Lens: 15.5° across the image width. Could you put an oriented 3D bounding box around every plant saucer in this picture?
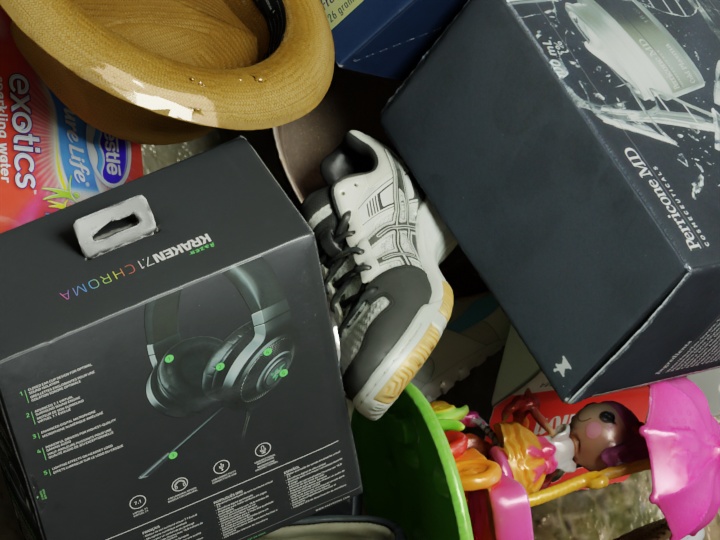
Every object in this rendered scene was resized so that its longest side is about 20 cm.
[{"bbox_3d":[0.023,-0.071,1.533,0.200,0.037,0.202,15,62,-30],"label":"plant saucer"}]

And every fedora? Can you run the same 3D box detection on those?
[{"bbox_3d":[-0.114,-0.126,1.358,0.200,0.082,0.201,19,42,-18],"label":"fedora"}]

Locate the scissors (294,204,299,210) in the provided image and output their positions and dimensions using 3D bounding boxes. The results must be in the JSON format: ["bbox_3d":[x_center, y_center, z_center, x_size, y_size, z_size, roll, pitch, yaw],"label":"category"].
[{"bbox_3d":[-0.076,-0.009,1.538,0.199,0.014,0.074,-5,75,-41],"label":"scissors"}]

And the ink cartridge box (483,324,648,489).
[{"bbox_3d":[0.152,0.053,1.590,0.160,0.050,0.201,-5,113,-45],"label":"ink cartridge box"}]

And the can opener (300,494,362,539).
[{"bbox_3d":[-0.040,0.073,1.478,0.078,0.063,0.201,0,88,-8],"label":"can opener"}]

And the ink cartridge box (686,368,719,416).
[{"bbox_3d":[0.230,-0.012,1.711,0.067,0.117,0.201,24,60,-29],"label":"ink cartridge box"}]

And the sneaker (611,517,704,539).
[{"bbox_3d":[0.142,0.225,1.477,0.200,0.071,0.113,-34,92,-33],"label":"sneaker"}]

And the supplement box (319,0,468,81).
[{"bbox_3d":[0.043,-0.220,1.480,0.200,0.134,0.200,7,50,-56],"label":"supplement box"}]

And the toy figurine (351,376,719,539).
[{"bbox_3d":[0.109,0.111,1.460,0.183,0.200,0.151,-11,104,-15],"label":"toy figurine"}]

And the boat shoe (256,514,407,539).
[{"bbox_3d":[-0.072,0.161,1.407,0.199,0.061,0.076,-3,32,-21],"label":"boat shoe"}]

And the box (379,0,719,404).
[{"bbox_3d":[0.152,-0.052,1.431,0.196,0.124,0.200,-11,59,-44],"label":"box"}]

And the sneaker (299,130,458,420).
[{"bbox_3d":[0.000,0.000,1.402,0.087,0.076,0.200,32,31,-14],"label":"sneaker"}]

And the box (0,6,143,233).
[{"bbox_3d":[-0.180,-0.057,1.414,0.099,0.095,0.201,7,70,-37],"label":"box"}]

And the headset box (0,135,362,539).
[{"bbox_3d":[-0.105,0.051,1.331,0.173,0.093,0.201,-23,134,-13],"label":"headset box"}]

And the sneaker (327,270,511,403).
[{"bbox_3d":[0.036,0.042,1.567,0.199,0.076,0.081,-6,89,-28],"label":"sneaker"}]
